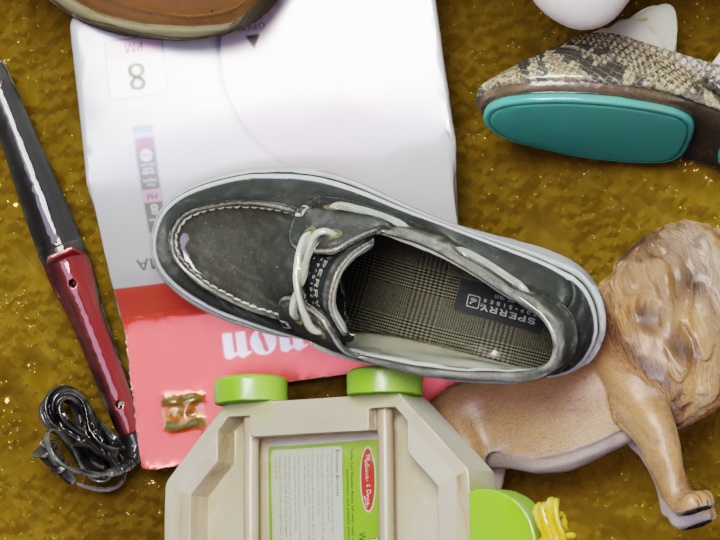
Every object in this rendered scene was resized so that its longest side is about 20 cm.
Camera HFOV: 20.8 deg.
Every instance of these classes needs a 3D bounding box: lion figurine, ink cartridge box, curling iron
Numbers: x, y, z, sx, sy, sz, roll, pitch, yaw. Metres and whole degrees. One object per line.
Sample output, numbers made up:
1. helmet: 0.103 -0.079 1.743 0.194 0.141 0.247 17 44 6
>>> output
1. lion figurine: 0.082 0.063 0.832 0.199 0.072 0.123 -22 71 10
2. ink cartridge box: -0.035 -0.022 0.859 0.161 0.057 0.202 -7 83 3
3. curling iron: -0.139 0.002 0.882 0.049 0.026 0.202 -12 88 -34

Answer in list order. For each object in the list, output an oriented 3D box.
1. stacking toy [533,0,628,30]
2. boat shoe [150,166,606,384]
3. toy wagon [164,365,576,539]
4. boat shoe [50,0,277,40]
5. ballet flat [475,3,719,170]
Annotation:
1. stacking toy: 0.065 -0.191 0.755 0.145 0.146 0.202 -11 99 7
2. boat shoe: 0.000 0.000 0.794 0.199 0.071 0.073 10 97 18
3. toy wagon: 0.003 0.119 0.809 0.199 0.039 0.157 -6 80 31
4. boat shoe: -0.123 -0.161 0.838 0.199 0.074 0.076 23 57 21
5. ballet flat: 0.151 -0.073 0.838 0.198 0.068 0.076 13 69 2
